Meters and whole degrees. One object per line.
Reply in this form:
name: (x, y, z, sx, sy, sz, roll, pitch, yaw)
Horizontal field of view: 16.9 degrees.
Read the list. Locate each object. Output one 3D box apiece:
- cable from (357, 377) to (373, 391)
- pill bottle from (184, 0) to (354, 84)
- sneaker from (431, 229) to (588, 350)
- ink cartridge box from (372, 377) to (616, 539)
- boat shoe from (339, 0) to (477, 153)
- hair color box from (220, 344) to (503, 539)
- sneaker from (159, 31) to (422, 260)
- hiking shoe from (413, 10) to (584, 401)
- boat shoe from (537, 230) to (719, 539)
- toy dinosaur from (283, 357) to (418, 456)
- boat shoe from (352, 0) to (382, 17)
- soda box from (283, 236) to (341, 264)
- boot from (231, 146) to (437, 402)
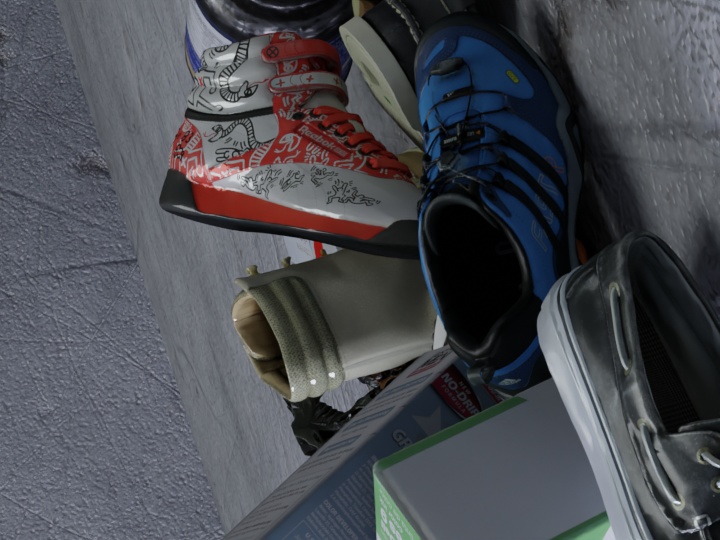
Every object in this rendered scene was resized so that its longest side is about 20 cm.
cable: (0.016, 0.079, 1.540, 0.163, 0.051, 0.200, 47, 179, 2)
pill bottle: (-0.051, -0.173, 1.494, 0.200, 0.111, 0.112, 108, 145, -71)
sneaker: (0.081, 0.040, 1.219, 0.090, 0.070, 0.201, -112, 14, -45)
ink cartridge box: (0.088, 0.146, 1.102, 0.088, 0.145, 0.200, 50, 157, 38)
boat shoe: (0.040, -0.103, 1.276, 0.072, 0.068, 0.200, 49, 178, 12)
hair color box: (-0.001, 0.115, 1.161, 0.061, 0.200, 0.099, 50, 157, -5)
sneaker: (-0.018, -0.070, 1.290, 0.201, 0.067, 0.108, 10, 85, 38)
hiking shoe: (0.061, -0.037, 1.106, 0.087, 0.074, 0.201, 28, -137, -58)
boat shoe: (0.136, 0.075, 0.976, 0.200, 0.072, 0.071, 60, 144, 19)
toy dinosaur: (0.032, 0.080, 1.348, 0.200, 0.135, 0.102, -111, -1, -67)
boat shoe: (0.016, -0.174, 1.239, 0.200, 0.073, 0.063, 119, 132, -76)
soda box: (-0.008, -0.034, 1.603, 0.200, 0.063, 0.068, -147, 42, -76)
boot: (0.000, 0.000, 1.351, 0.200, 0.154, 0.072, -123, 19, -59)
